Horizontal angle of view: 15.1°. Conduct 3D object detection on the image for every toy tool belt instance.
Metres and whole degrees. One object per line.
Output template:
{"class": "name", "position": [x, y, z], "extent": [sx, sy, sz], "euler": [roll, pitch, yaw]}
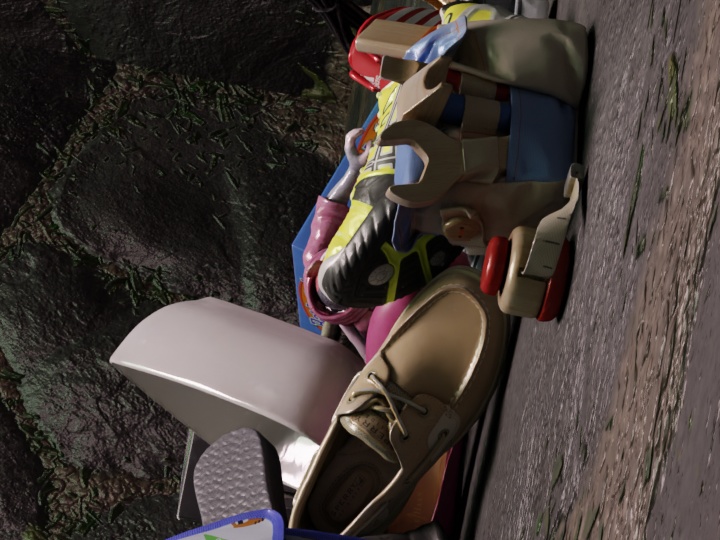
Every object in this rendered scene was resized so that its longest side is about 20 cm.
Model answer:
{"class": "toy tool belt", "position": [0.051, -0.059, 1.450], "extent": [0.125, 0.123, 0.200], "euler": [103, 175, -46]}

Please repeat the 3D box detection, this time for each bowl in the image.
{"class": "bowl", "position": [-0.045, 0.090, 1.814], "extent": [0.200, 0.200, 0.075], "euler": [43, -108, -49]}

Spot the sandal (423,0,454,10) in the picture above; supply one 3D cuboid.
{"class": "sandal", "position": [0.074, -0.177, 1.901], "extent": [0.078, 0.070, 0.212], "euler": [129, 151, -83]}

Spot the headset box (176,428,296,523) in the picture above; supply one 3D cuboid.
{"class": "headset box", "position": [-0.044, 0.130, 2.068], "extent": [0.200, 0.174, 0.093], "euler": [-93, 14, -71]}

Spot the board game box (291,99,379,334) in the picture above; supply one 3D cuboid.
{"class": "board game box", "position": [0.017, -0.052, 1.996], "extent": [0.200, 0.045, 0.152], "euler": [-59, -16, -25]}

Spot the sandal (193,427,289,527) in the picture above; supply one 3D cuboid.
{"class": "sandal", "position": [-0.065, 0.180, 1.695], "extent": [0.043, 0.076, 0.200], "euler": [48, -154, -34]}

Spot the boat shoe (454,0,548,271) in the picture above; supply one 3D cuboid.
{"class": "boat shoe", "position": [0.072, -0.087, 1.651], "extent": [0.072, 0.068, 0.200], "euler": [108, 171, -66]}

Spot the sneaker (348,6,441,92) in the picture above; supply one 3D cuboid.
{"class": "sneaker", "position": [0.043, -0.097, 1.765], "extent": [0.200, 0.115, 0.078], "euler": [-83, 5, -49]}

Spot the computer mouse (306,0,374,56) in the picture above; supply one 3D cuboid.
{"class": "computer mouse", "position": [0.053, -0.201, 1.818], "extent": [0.140, 0.200, 0.046], "euler": [52, -159, -45]}

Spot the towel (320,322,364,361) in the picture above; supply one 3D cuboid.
{"class": "towel", "position": [0.027, 0.001, 1.955], "extent": [0.193, 0.035, 0.200], "euler": [-41, -29, -58]}

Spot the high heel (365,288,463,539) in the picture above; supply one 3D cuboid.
{"class": "high heel", "position": [0.031, 0.107, 1.653], "extent": [0.096, 0.067, 0.200], "euler": [-70, -24, -46]}

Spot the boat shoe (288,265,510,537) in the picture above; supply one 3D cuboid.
{"class": "boat shoe", "position": [0.020, 0.087, 1.590], "extent": [0.200, 0.072, 0.065], "euler": [-57, -13, 21]}

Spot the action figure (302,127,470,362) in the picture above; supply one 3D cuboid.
{"class": "action figure", "position": [0.000, 0.000, 1.759], "extent": [0.149, 0.134, 0.200], "euler": [-38, -12, 21]}

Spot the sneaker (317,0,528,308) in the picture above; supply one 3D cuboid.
{"class": "sneaker", "position": [0.037, -0.067, 1.591], "extent": [0.200, 0.076, 0.075], "euler": [-54, -39, 1]}

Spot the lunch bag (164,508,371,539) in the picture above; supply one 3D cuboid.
{"class": "lunch bag", "position": [-0.041, 0.218, 1.492], "extent": [0.170, 0.200, 0.124], "euler": [-85, 6, -67]}

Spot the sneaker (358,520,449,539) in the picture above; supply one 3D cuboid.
{"class": "sneaker", "position": [-0.001, 0.231, 1.639], "extent": [0.076, 0.091, 0.200], "euler": [-115, 29, -53]}
